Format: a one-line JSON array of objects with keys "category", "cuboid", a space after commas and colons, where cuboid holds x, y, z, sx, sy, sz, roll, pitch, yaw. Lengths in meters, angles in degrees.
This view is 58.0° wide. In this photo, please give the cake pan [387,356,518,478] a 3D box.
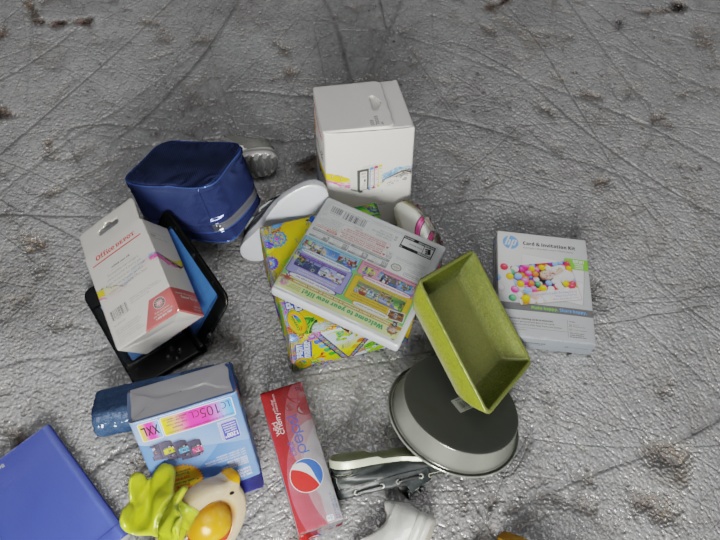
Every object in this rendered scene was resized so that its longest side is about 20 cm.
[{"category": "cake pan", "cuboid": [0.139, 0.199, 0.930, 0.200, 0.037, 0.200, 12, 39, -10]}]

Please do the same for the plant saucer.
[{"category": "plant saucer", "cuboid": [0.155, 0.086, 0.941, 0.200, 0.048, 0.200, -25, 87, -56]}]

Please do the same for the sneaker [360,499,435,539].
[{"category": "sneaker", "cuboid": [0.019, 0.394, 0.839, 0.088, 0.075, 0.200, 19, 53, 22]}]

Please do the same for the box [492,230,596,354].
[{"category": "box", "cuboid": [0.301, 0.033, 1.079, 0.156, 0.041, 0.200, 7, 58, 0]}]

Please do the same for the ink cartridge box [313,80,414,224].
[{"category": "ink cartridge box", "cuboid": [0.002, -0.191, 1.087, 0.145, 0.200, 0.147, -7, 45, -7]}]

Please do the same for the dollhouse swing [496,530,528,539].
[{"category": "dollhouse swing", "cuboid": [0.170, 0.422, 0.761, 0.200, 0.176, 0.182, -31, 66, -19]}]

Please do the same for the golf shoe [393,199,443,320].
[{"category": "golf shoe", "cuboid": [0.091, -0.017, 1.049, 0.092, 0.073, 0.200, -21, 85, -14]}]

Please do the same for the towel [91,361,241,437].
[{"category": "towel", "cuboid": [-0.272, 0.184, 0.922, 0.200, 0.112, 0.049, -11, 102, -13]}]

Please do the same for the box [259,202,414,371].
[{"category": "box", "cuboid": [-0.040, 0.024, 1.017, 0.192, 0.122, 0.200, -13, 61, -11]}]

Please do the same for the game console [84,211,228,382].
[{"category": "game console", "cuboid": [-0.318, 0.042, 0.994, 0.176, 0.116, 0.200, -30, 65, -20]}]

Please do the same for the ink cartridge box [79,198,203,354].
[{"category": "ink cartridge box", "cuboid": [-0.326, 0.007, 0.959, 0.116, 0.067, 0.200, -32, 70, 12]}]

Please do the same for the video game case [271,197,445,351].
[{"category": "video game case", "cuboid": [0.000, 0.000, 0.952, 0.200, 0.022, 0.182, 24, 62, 9]}]

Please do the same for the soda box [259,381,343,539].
[{"category": "soda box", "cuboid": [-0.083, 0.263, 0.902, 0.063, 0.070, 0.200, -16, 61, -11]}]

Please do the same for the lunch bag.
[{"category": "lunch bag", "cuboid": [-0.277, -0.124, 1.074, 0.200, 0.132, 0.136, 7, 45, 23]}]

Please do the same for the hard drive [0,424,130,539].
[{"category": "hard drive", "cuboid": [-0.422, 0.324, 0.872, 0.132, 0.025, 0.200, -39, 68, -22]}]

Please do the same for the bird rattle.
[{"category": "bird rattle", "cuboid": [-0.206, 0.334, 0.803, 0.113, 0.200, 0.163, 14, 27, 42]}]

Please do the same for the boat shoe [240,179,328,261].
[{"category": "boat shoe", "cuboid": [-0.128, -0.094, 1.060, 0.072, 0.200, 0.068, 24, 42, -32]}]

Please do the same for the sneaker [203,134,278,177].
[{"category": "sneaker", "cuboid": [-0.253, -0.207, 1.184, 0.200, 0.075, 0.082, -2, 45, -12]}]

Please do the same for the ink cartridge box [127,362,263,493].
[{"category": "ink cartridge box", "cuboid": [-0.211, 0.237, 0.863, 0.136, 0.200, 0.076, -16, 31, -11]}]

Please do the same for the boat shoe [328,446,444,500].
[{"category": "boat shoe", "cuboid": [0.055, 0.284, 0.901, 0.199, 0.074, 0.066, 0, 85, -21]}]
